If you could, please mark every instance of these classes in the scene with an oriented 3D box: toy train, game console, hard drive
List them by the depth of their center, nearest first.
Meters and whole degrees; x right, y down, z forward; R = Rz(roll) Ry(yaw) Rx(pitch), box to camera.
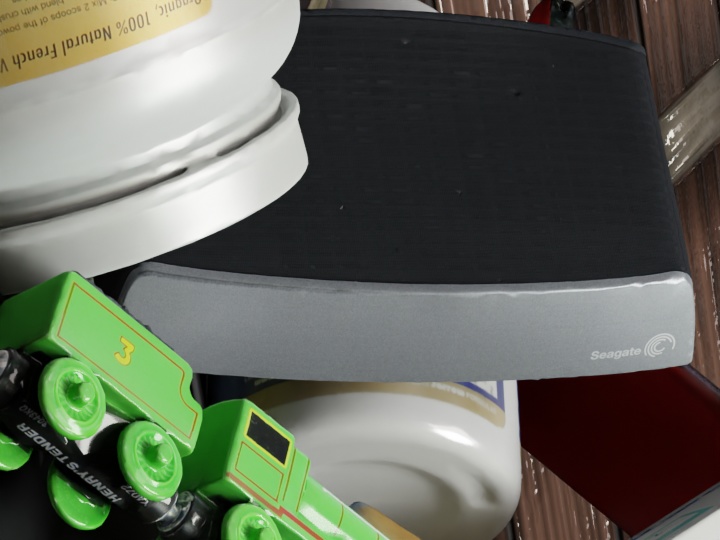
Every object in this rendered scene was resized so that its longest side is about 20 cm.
[{"bbox_3d":[-0.030,0.072,0.818,0.200,0.042,0.056,41,43,-30],"label":"toy train"},{"bbox_3d":[0.010,-0.029,0.981,0.042,0.200,0.135,109,-22,-55],"label":"hard drive"},{"bbox_3d":[0.102,0.008,1.192,0.200,0.119,0.172,112,-12,-71],"label":"game console"}]

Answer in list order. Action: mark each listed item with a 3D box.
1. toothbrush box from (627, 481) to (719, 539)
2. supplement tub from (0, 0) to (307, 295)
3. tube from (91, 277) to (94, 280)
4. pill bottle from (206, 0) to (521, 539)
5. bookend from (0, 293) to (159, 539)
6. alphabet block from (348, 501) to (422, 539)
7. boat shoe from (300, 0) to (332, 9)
[{"bbox_3d":[0.167,0.166,1.013,0.146,0.085,0.200,-28,86,-26],"label":"toothbrush box"},{"bbox_3d":[-0.099,-0.106,0.823,0.144,0.144,0.200,-42,120,-57],"label":"supplement tub"},{"bbox_3d":[-0.075,0.098,1.001,0.058,0.052,0.200,-139,-141,-79],"label":"tube"},{"bbox_3d":[0.000,0.000,1.064,0.111,0.111,0.200,54,29,-50],"label":"pill bottle"},{"bbox_3d":[-0.153,0.102,0.787,0.200,0.092,0.199,59,40,-48],"label":"bookend"},{"bbox_3d":[0.020,0.232,0.912,0.195,0.200,0.196,-47,156,-32],"label":"alphabet block"},{"bbox_3d":[-0.035,-0.175,1.044,0.073,0.074,0.200,26,65,-77],"label":"boat shoe"}]
